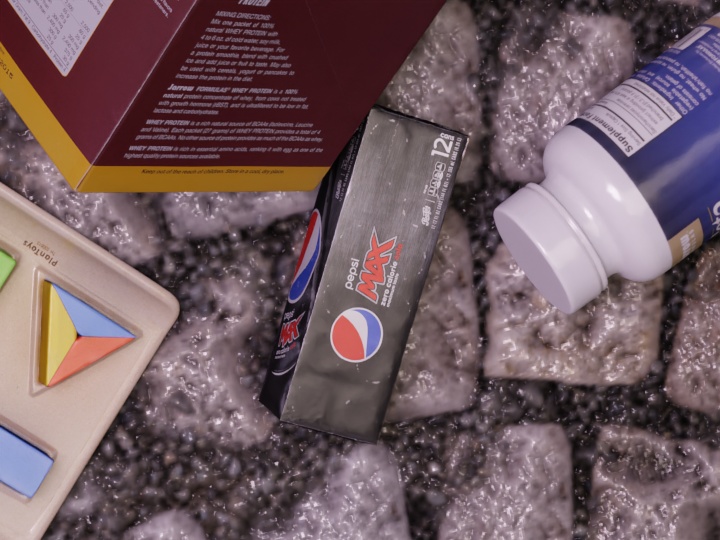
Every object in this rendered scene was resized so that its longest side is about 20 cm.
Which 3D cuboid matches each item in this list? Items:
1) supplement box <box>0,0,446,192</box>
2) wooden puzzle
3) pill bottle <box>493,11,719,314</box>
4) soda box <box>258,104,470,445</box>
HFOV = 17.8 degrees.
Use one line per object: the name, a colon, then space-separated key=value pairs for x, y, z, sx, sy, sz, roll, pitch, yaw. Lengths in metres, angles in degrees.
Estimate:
supplement box: x=-0.072 y=-0.160 z=1.255 sx=0.197 sy=0.133 sz=0.200 roll=-3 pitch=137 yaw=-50
wooden puzzle: x=-0.229 y=0.058 z=1.370 sx=0.185 sy=0.046 sz=0.201 roll=33 pitch=88 yaw=-18
pill bottle: x=0.185 y=-0.064 z=1.438 sx=0.199 sy=0.111 sz=0.111 roll=-37 pitch=106 yaw=-8
soda box: x=0.000 y=0.000 z=1.419 sx=0.070 sy=0.063 sz=0.202 roll=15 pitch=93 yaw=-17
